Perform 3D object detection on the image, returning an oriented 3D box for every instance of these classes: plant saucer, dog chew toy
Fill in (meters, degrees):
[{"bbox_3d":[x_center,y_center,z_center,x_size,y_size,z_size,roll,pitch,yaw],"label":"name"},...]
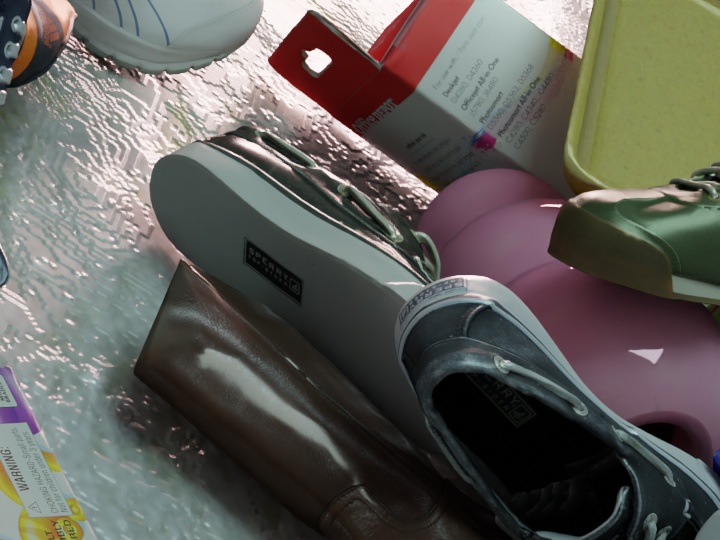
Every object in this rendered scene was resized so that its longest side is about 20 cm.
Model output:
[{"bbox_3d":[0.182,-0.070,1.064,0.200,0.048,0.200,26,52,-15],"label":"plant saucer"},{"bbox_3d":[0.083,0.026,1.000,0.124,0.125,0.200,19,27,-33],"label":"dog chew toy"}]

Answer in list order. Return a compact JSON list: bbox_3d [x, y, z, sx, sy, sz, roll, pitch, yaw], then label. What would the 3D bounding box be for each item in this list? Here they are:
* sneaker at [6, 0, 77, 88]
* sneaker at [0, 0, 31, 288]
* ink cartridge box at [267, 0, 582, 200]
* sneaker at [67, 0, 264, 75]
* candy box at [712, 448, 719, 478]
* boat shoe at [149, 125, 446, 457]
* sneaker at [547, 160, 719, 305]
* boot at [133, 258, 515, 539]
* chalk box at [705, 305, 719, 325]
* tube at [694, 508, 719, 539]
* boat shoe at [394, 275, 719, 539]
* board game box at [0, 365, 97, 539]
[{"bbox_3d":[-0.193,-0.128,0.957,0.112,0.078,0.200,40,7,-46],"label":"sneaker"},{"bbox_3d":[-0.144,-0.054,0.811,0.108,0.200,0.070,41,-15,-4],"label":"sneaker"},{"bbox_3d":[0.060,-0.079,1.114,0.200,0.067,0.116,36,-14,-7],"label":"ink cartridge box"},{"bbox_3d":[-0.122,-0.153,1.048,0.200,0.087,0.075,16,34,-37],"label":"sneaker"},{"bbox_3d":[0.230,0.134,0.957,0.169,0.077,0.200,48,-3,16],"label":"candy box"},{"bbox_3d":[0.000,0.000,0.942,0.064,0.071,0.200,-29,57,-37],"label":"boat shoe"},{"bbox_3d":[0.169,-0.031,0.930,0.200,0.090,0.067,9,14,-33],"label":"sneaker"},{"bbox_3d":[-0.022,0.084,0.842,0.200,0.064,0.186,45,15,5],"label":"boot"},{"bbox_3d":[0.229,0.027,1.161,0.200,0.124,0.124,37,29,-1],"label":"chalk box"},{"bbox_3d":[0.178,0.166,0.896,0.078,0.050,0.200,-100,168,-45],"label":"tube"},{"bbox_3d":[0.088,0.086,0.859,0.200,0.072,0.068,48,17,-26],"label":"boat shoe"},{"bbox_3d":[-0.179,0.093,0.604,0.200,0.105,0.103,4,44,-46],"label":"board game box"}]
